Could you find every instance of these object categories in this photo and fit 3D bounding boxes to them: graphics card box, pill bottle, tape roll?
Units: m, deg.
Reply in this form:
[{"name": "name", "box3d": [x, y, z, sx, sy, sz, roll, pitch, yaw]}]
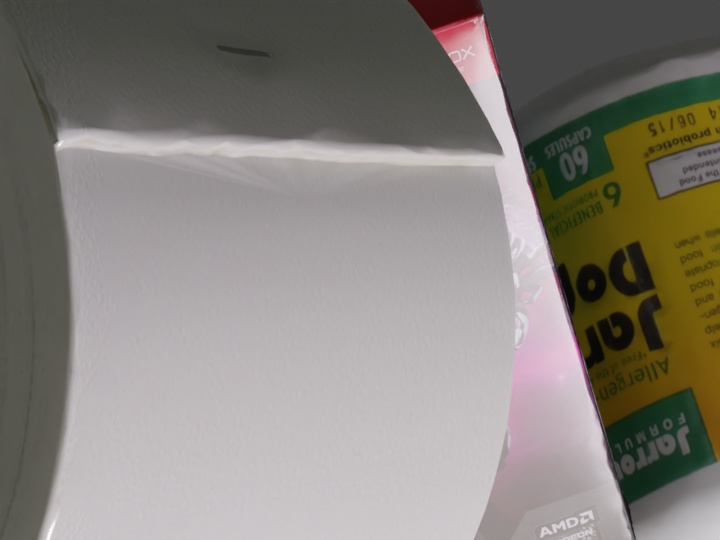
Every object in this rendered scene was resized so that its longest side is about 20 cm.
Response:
[{"name": "graphics card box", "box3d": [-0.005, 0.013, 0.840, 0.125, 0.051, 0.200, -18, 127, 0]}, {"name": "pill bottle", "box3d": [0.118, 0.036, 0.965, 0.112, 0.201, 0.113, -16, 164, -5]}, {"name": "tape roll", "box3d": [-0.084, 0.011, 0.668, 0.202, 0.203, 0.139, -30, 160, 38]}]
